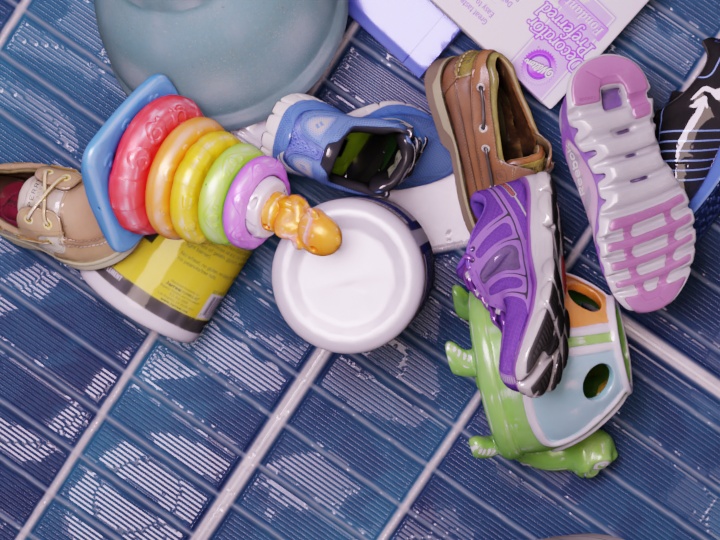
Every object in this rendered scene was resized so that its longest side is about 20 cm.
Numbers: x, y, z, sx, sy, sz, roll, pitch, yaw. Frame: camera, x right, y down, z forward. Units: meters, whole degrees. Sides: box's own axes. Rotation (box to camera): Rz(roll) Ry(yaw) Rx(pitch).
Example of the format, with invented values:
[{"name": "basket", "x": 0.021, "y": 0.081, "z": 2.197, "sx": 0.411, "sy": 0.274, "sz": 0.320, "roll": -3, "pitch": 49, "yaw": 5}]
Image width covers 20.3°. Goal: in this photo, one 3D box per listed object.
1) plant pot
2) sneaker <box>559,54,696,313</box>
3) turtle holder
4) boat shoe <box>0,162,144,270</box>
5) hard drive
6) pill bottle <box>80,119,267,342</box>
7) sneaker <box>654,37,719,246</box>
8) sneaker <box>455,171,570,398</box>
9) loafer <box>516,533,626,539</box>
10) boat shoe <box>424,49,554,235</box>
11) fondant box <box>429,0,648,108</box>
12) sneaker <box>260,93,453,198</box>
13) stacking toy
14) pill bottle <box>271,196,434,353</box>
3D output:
[{"name": "plant pot", "x": -0.121, "y": -0.225, "z": 1.537, "sx": 0.199, "sy": 0.134, "sz": 0.202, "roll": -6, "pitch": 65, "yaw": 13}, {"name": "sneaker", "x": 0.202, "y": -0.066, "z": 1.575, "sx": 0.080, "sy": 0.088, "sz": 0.202, "roll": -14, "pitch": 89, "yaw": -14}, {"name": "turtle holder", "x": 0.148, "y": 0.088, "z": 1.586, "sx": 0.131, "sy": 0.141, "sz": 0.187, "roll": -11, "pitch": 97, "yaw": 11}, {"name": "boat shoe", "x": -0.246, "y": -0.048, "z": 1.599, "sx": 0.199, "sy": 0.066, "sz": 0.074, "roll": 5, "pitch": 70, "yaw": 45}, {"name": "hard drive", "x": 0.018, "y": -0.273, "z": 1.637, "sx": 0.200, "sy": 0.025, "sz": 0.132, "roll": 42, "pitch": 96, "yaw": 1}, {"name": "pill bottle", "x": -0.129, "y": -0.053, "z": 1.621, "sx": 0.114, "sy": 0.114, "sz": 0.201, "roll": 33, "pitch": 95, "yaw": 2}, {"name": "sneaker", "x": 0.262, "y": -0.090, "z": 1.612, "sx": 0.078, "sy": 0.070, "sz": 0.201, "roll": 36, "pitch": 102, "yaw": 23}, {"name": "sneaker", "x": 0.112, "y": 0.015, "z": 1.505, "sx": 0.083, "sy": 0.201, "sz": 0.081, "roll": -9, "pitch": 135, "yaw": 11}, {"name": "loafer", "x": 0.145, "y": 0.252, "z": 1.637, "sx": 0.198, "sy": 0.070, "sz": 0.071, "roll": -5, "pitch": 93, "yaw": 5}, {"name": "boat shoe", "x": 0.116, "y": -0.079, "z": 1.591, "sx": 0.068, "sy": 0.072, "sz": 0.201, "roll": -8, "pitch": 116, "yaw": 40}, {"name": "fondant box", "x": 0.162, "y": -0.252, "z": 1.591, "sx": 0.144, "sy": 0.058, "sz": 0.200, "roll": 40, "pitch": 97, "yaw": -16}, {"name": "sneaker", "x": 0.015, "y": -0.086, "z": 1.573, "sx": 0.089, "sy": 0.199, "sz": 0.079, "roll": 31, "pitch": 111, "yaw": 37}, {"name": "stacking toy", "x": -0.095, "y": -0.056, "z": 1.465, "sx": 0.199, "sy": 0.116, "sz": 0.110, "roll": 21, "pitch": 55, "yaw": 28}, {"name": "pill bottle", "x": 0.000, "y": 0.000, "z": 1.569, "sx": 0.115, "sy": 0.200, "sz": 0.117, "roll": 0, "pitch": 93, "yaw": 6}]
